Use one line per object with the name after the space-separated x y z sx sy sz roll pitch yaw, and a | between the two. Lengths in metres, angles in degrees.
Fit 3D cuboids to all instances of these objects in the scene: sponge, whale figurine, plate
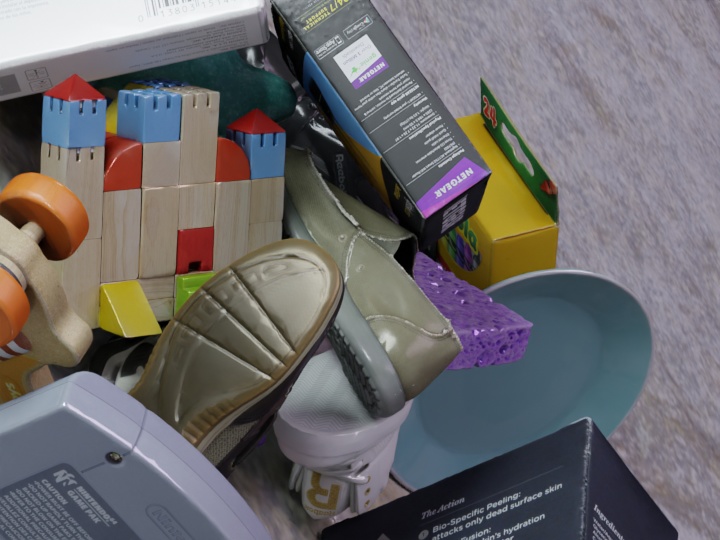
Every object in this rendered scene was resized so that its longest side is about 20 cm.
0.002 0.002 1.702 0.200 0.030 0.111 33 23 35 | sponge
-0.123 -0.151 1.601 0.200 0.104 0.159 45 62 4 | whale figurine
0.099 0.072 1.809 0.200 0.200 0.026 37 16 -44 | plate

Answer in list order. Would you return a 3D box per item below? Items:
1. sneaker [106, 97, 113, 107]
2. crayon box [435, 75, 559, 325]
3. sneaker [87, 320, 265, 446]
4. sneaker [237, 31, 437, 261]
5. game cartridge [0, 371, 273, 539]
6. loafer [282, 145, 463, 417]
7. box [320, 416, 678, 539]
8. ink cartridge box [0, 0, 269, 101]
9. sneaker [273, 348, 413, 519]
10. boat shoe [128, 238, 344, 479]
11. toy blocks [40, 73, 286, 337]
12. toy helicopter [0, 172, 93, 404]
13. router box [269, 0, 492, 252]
-0.135 -0.108 1.681 0.066 0.078 0.200 -33 82 -23 | sneaker
0.081 -0.012 1.834 0.127 0.051 0.201 -122 -156 -45 | crayon box
-0.081 0.064 1.602 0.200 0.080 0.084 -8 87 -60 | sneaker
-0.012 -0.081 1.838 0.201 0.087 0.076 63 26 -4 | sneaker
-0.121 0.137 1.393 0.200 0.133 0.041 51 37 -28 | game cartridge
0.000 0.000 1.602 0.075 0.069 0.200 81 -16 -53 | loafer
0.077 0.221 1.617 0.118 0.196 0.200 49 30 -30 | box
-0.164 -0.190 1.529 0.045 0.199 0.177 81 -3 -68 | ink cartridge box
-0.010 0.106 1.641 0.200 0.073 0.116 -42 149 -67 | sneaker
-0.080 0.067 1.491 0.073 0.200 0.065 46 5 24 | boat shoe
-0.115 -0.044 1.525 0.199 0.100 0.137 -6 105 -40 | toy blocks
-0.189 0.038 1.398 0.079 0.132 0.200 -59 144 -38 | toy helicopter
0.011 -0.092 1.583 0.149 0.051 0.200 55 -2 5 | router box
